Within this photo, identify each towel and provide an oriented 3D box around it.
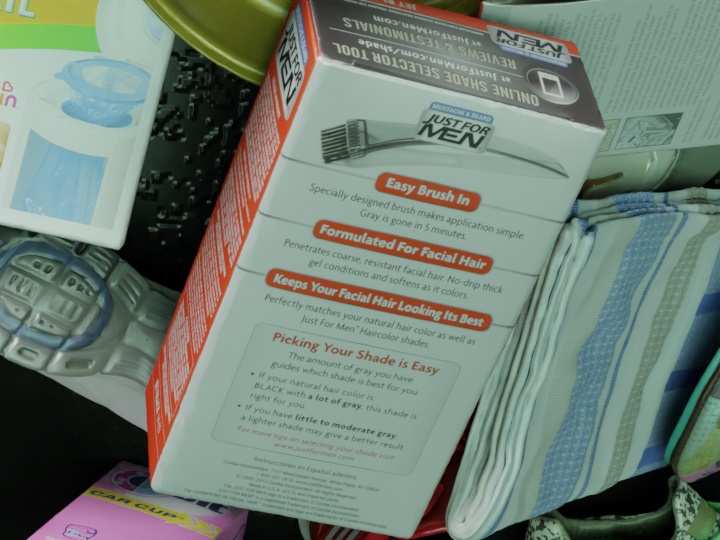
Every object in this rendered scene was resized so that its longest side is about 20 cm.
[{"bbox_3d":[0.109,0.035,0.971,0.024,0.200,0.147,26,107,28],"label":"towel"}]

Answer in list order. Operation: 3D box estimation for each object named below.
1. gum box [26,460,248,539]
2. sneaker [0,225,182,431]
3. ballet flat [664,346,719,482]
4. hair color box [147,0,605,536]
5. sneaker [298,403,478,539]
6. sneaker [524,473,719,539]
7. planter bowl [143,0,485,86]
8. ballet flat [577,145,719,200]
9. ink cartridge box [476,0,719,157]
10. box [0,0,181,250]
[{"bbox_3d":[-0.113,0.198,1.002,0.066,0.113,0.201,16,107,12],"label":"gum box"},{"bbox_3d":[-0.084,0.035,0.975,0.200,0.087,0.075,33,81,-15],"label":"sneaker"},{"bbox_3d":[0.202,0.011,1.012,0.071,0.069,0.201,24,93,16],"label":"ballet flat"},{"bbox_3d":[0.000,0.000,0.866,0.111,0.064,0.200,13,125,-17],"label":"hair color box"},{"bbox_3d":[0.059,0.075,0.997,0.078,0.116,0.200,36,100,-19],"label":"sneaker"},{"bbox_3d":[0.159,0.136,1.053,0.199,0.077,0.089,-3,119,-10],"label":"sneaker"},{"bbox_3d":[0.001,-0.170,0.866,0.200,0.083,0.201,7,73,-22],"label":"planter bowl"},{"bbox_3d":[0.074,-0.045,0.983,0.199,0.064,0.068,-8,99,-7],"label":"ballet flat"},{"bbox_3d":[0.129,-0.098,0.924,0.199,0.050,0.109,-6,148,-14],"label":"ink cartridge box"},{"bbox_3d":[-0.180,-0.093,0.903,0.199,0.101,0.113,11,107,-14],"label":"box"}]
